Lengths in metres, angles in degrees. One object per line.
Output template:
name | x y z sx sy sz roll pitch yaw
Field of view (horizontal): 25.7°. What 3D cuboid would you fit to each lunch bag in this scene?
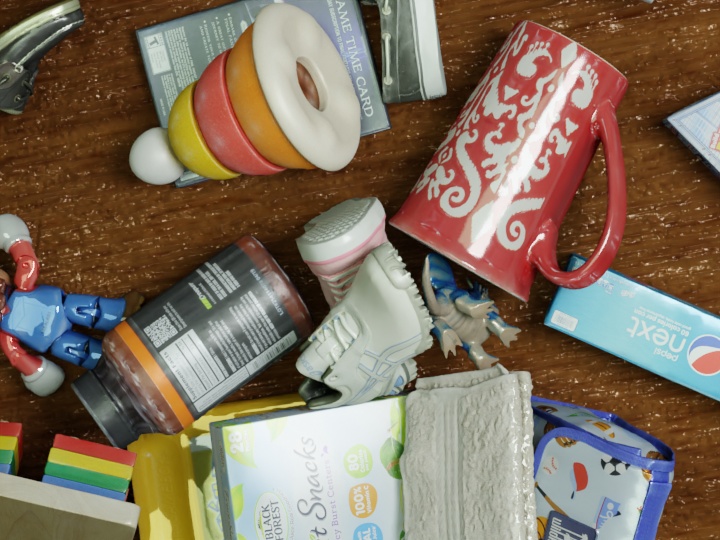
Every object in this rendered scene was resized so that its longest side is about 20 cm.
lunch bag | 0.176 0.204 1.269 0.123 0.200 0.172 11 96 -18

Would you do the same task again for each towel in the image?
towel | 0.086 0.179 1.256 0.132 0.034 0.202 -15 74 49

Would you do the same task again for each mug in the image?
mug | 0.147 -0.083 1.311 0.176 0.133 0.201 29 91 5

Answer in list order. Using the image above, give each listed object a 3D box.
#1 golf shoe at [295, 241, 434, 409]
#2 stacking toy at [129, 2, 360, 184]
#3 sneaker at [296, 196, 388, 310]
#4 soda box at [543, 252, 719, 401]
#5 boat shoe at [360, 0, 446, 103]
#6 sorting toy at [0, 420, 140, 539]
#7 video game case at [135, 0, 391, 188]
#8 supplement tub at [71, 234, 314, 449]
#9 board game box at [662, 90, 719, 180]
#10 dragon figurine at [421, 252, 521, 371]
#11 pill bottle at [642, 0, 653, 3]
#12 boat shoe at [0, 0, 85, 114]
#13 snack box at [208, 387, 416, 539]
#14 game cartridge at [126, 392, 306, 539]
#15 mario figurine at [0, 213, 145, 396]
golf shoe | -0.002 0.056 1.236 0.097 0.201 0.079 -24 63 -19
stacking toy | -0.112 -0.125 1.339 0.199 0.146 0.147 -21 90 26
sneaker | 0.000 0.000 1.297 0.075 0.200 0.105 -25 96 0
soda box | 0.257 0.054 1.330 0.198 0.068 0.065 24 95 5
boat shoe | 0.029 -0.244 1.343 0.063 0.071 0.202 -8 93 6
sorting toy | -0.284 0.185 1.336 0.197 0.200 0.070 14 66 -6
video game case | -0.085 -0.167 1.386 0.198 0.019 0.144 -15 91 6
supplement tub | -0.144 0.065 1.336 0.199 0.107 0.107 -35 88 -10
board game box | 0.364 -0.118 1.314 0.199 0.062 0.201 31 96 4
dragon figurine | 0.066 0.026 1.288 0.059 0.200 0.099 -53 52 5
pill bottle | 0.165 -0.298 1.300 0.198 0.120 0.121 23 95 5
boat shoe | -0.318 -0.166 1.392 0.200 0.072 0.066 -32 98 8
snack box | -0.017 0.197 1.334 0.198 0.068 0.171 -9 90 -15
game cartridge | -0.101 0.204 1.397 0.198 0.032 0.178 -9 91 5
mario figurine | -0.294 0.031 1.404 0.198 0.106 0.124 18 58 -5
